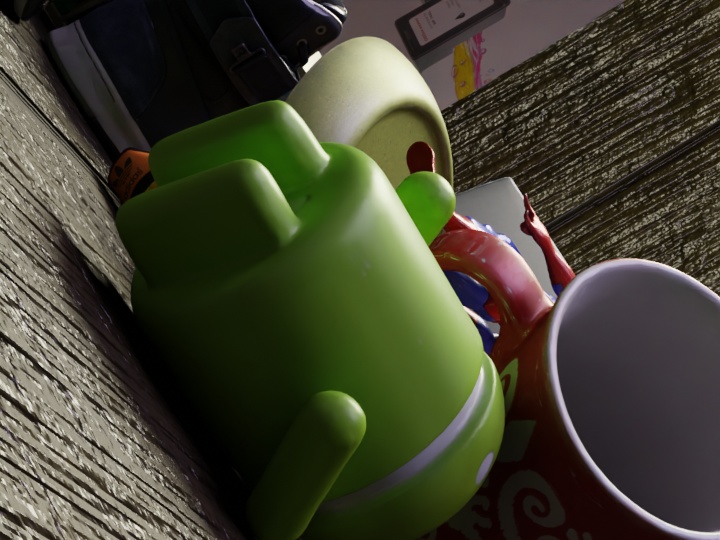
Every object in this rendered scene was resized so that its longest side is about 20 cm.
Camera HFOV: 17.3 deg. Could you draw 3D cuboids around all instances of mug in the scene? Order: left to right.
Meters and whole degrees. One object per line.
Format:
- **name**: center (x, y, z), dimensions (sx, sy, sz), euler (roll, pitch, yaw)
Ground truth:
- **mug**: center (0.079, 0.082, 1.090), dimensions (0.200, 0.133, 0.178), euler (-44, -121, 47)

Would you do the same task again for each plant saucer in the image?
- **plant saucer**: center (-0.002, -0.012, 1.150), dimensions (0.031, 0.201, 0.200), euler (15, -20, 24)

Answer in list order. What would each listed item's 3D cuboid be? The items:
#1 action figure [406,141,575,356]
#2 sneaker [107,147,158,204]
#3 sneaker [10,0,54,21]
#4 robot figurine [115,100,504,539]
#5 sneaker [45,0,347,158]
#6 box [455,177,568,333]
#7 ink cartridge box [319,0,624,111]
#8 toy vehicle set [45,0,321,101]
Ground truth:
- **action figure**: center (0.064, 0.005, 1.133), dimensions (0.200, 0.065, 0.052), euler (42, 27, -44)
- **sneaker**: center (-0.054, -0.032, 1.194), dimensions (0.090, 0.070, 0.200), euler (40, 14, 18)
- **sneaker**: center (-0.162, -0.175, 1.129), dimensions (0.081, 0.074, 0.200), euler (56, 0, 2)
- **robot figurine**: center (-0.016, 0.030, 0.966), dimensions (0.200, 0.115, 0.176), euler (59, 29, -25)
- **sneaker**: center (-0.055, -0.076, 1.263), dimensions (0.203, 0.146, 0.077), euler (60, -1, -27)
- **box**: center (0.082, 0.082, 1.596), dimensions (0.200, 0.123, 0.199), euler (58, -26, 23)
- **ink cartridge box**: center (0.030, -0.201, 1.466), dimensions (0.146, 0.199, 0.147), euler (59, 0, -38)
- **toy vehicle set**: center (-0.103, -0.138, 1.319), dimensions (0.201, 0.124, 0.027), euler (58, 31, -15)
